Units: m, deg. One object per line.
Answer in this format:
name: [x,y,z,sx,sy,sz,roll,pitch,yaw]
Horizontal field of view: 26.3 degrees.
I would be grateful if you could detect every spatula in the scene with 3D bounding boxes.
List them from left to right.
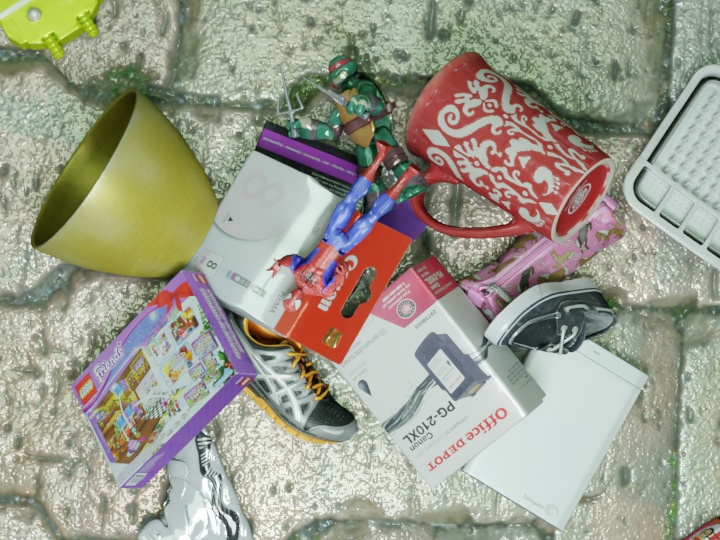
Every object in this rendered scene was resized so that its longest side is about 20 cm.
spatula: [0.000,0.000,1.729,0.056,0.021,0.200,37,86,17]

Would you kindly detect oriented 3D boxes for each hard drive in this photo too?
hard drive: [0.218,0.171,1.732,0.132,0.027,0.201,31,83,-1]

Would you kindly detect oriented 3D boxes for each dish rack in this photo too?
dish rack: [0.408,-0.115,1.767,0.171,0.044,0.200,35,83,0]

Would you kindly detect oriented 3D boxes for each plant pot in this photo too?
plant pot: [-0.237,-0.073,1.647,0.142,0.200,0.201,33,82,-22]

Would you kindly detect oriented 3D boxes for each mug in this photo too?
mug: [0.159,-0.112,1.678,0.200,0.178,0.133,37,37,24]

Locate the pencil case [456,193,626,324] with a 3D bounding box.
pencil case: [0.201,-0.013,1.714,0.200,0.086,0.083,-38,117,-9]

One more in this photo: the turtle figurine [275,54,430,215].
turtle figurine: [-0.005,-0.159,1.659,0.100,0.150,0.201,-28,89,-25]

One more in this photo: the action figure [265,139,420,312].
action figure: [-0.024,-0.036,1.566,0.065,0.099,0.200,37,102,6]

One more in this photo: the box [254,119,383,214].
box: [-0.076,-0.048,1.714,0.142,0.036,0.201,22,79,2]

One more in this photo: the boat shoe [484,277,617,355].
boat shoe: [0.212,0.059,1.667,0.068,0.200,0.072,49,121,22]

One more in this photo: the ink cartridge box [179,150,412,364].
ink cartridge box: [-0.071,-0.016,1.638,0.199,0.057,0.163,25,79,26]

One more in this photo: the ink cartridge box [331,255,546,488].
ink cartridge box: [0.079,0.110,1.663,0.145,0.084,0.200,-41,84,23]

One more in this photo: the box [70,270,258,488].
box: [-0.209,0.115,1.621,0.200,0.039,0.137,-44,61,24]

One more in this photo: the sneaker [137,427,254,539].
sneaker: [-0.198,0.239,1.664,0.114,0.075,0.201,-24,90,-9]

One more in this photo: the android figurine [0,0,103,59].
android figurine: [-0.367,-0.331,1.721,0.181,0.041,0.201,-31,86,-7]

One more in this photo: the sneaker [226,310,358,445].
sneaker: [-0.080,0.115,1.674,0.200,0.078,0.077,37,111,-1]

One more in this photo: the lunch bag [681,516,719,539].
lunch bag: [0.404,0.390,1.700,0.176,0.082,0.201,-33,89,-6]
